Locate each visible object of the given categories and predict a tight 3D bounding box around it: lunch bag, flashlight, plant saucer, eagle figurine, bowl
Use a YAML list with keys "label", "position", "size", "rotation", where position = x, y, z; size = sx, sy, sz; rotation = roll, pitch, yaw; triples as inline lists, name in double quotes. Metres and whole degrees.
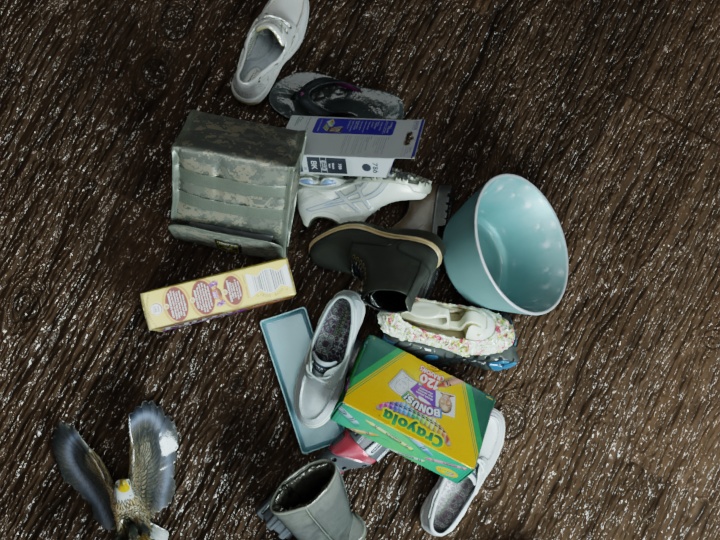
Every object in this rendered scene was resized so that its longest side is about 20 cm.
- label: "lunch bag"
  position: [-0.170, -0.097, 1.190]
  size: [0.164, 0.200, 0.118]
  rotation: [11, 41, -1]
- label: "flashlight"
  position: [-0.047, 0.290, 1.221]
  size: [0.200, 0.068, 0.068]
  rotation: [-46, 58, 1]
- label: "plant saucer"
  position: [-0.081, 0.157, 1.257]
  size: [0.070, 0.019, 0.200]
  rotation: [-18, 86, -7]
- label: "eagle figurine"
  position: [-0.320, 0.293, 1.181]
  size: [0.152, 0.151, 0.200]
  rotation: [15, 45, -43]
- label: "bowl"
  position: [0.192, -0.025, 1.235]
  size: [0.201, 0.105, 0.201]
  rotation: [15, 66, -38]

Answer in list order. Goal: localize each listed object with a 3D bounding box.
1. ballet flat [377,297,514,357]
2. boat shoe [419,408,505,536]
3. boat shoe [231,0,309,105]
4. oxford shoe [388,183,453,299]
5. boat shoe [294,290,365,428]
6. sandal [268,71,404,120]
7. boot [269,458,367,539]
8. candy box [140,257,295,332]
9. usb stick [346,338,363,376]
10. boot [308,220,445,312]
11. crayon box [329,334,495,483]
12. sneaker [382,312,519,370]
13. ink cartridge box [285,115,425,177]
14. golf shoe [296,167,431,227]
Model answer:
- label: "ballet flat"
  position: [0.123, 0.074, 1.200]
  size: [0.200, 0.064, 0.076]
  rotation: [7, 62, -9]
- label: "boat shoe"
  position: [0.148, 0.285, 1.244]
  size: [0.072, 0.069, 0.200]
  rotation: [37, 83, -2]
- label: "boat shoe"
  position: [-0.125, -0.336, 1.263]
  size: [0.071, 0.069, 0.200]
  rotation: [22, 76, -1]
- label: "oxford shoe"
  position: [0.079, -0.029, 1.271]
  size: [0.084, 0.073, 0.200]
  rotation: [9, 82, 11]
- label: "boat shoe"
  position: [-0.050, 0.122, 1.207]
  size: [0.070, 0.072, 0.201]
  rotation: [19, 92, 13]
- label: "sandal"
  position: [-0.034, -0.251, 1.280]
  size: [0.200, 0.048, 0.075]
  rotation: [7, 83, -4]
- label: "boot"
  position: [-0.076, 0.350, 1.151]
  size: [0.073, 0.200, 0.182]
  rotation: [37, 74, 28]
- label: "candy box"
  position: [-0.192, 0.034, 1.205]
  size: [0.200, 0.117, 0.057]
  rotation: [-15, 87, -8]
- label: "usb stick"
  position: [0.047, 0.156, 1.263]
  size: [0.200, 0.033, 0.056]
  rotation: [28, 84, -3]
- label: "boot"
  position: [0.000, 0.000, 1.186]
  size: [0.200, 0.138, 0.078]
  rotation: [-3, 124, 28]
- label: "crayon box"
  position: [0.073, 0.188, 1.194]
  size: [0.200, 0.058, 0.119]
  rotation: [27, 52, -3]
- label: "sneaker"
  position: [0.129, 0.095, 1.267]
  size: [0.200, 0.073, 0.082]
  rotation: [6, 67, -10]
- label: "ink cartridge box"
  position: [-0.013, -0.174, 1.228]
  size: [0.200, 0.039, 0.100]
  rotation: [4, 43, 14]
- label: "golf shoe"
  position: [0.004, -0.100, 1.255]
  size: [0.200, 0.078, 0.097]
  rotation: [3, 103, 15]
